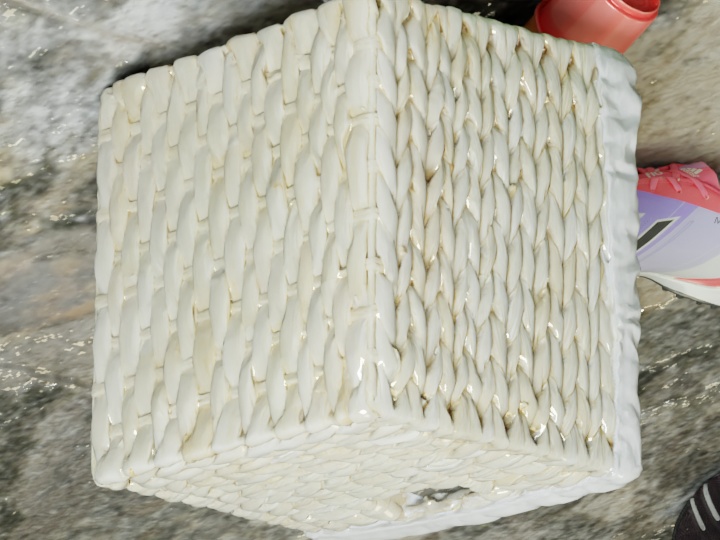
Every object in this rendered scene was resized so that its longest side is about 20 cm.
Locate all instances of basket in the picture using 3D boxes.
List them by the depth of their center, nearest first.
[{"bbox_3d":[0.000,0.000,1.186,0.160,0.201,0.198,17,157,-41],"label":"basket"}]

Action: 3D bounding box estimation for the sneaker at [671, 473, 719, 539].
[{"bbox_3d":[0.302,0.149,1.810,0.115,0.076,0.200,3,145,-40],"label":"sneaker"}]

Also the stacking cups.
[{"bbox_3d":[0.069,-0.068,1.291,0.060,0.061,0.200,8,142,-40],"label":"stacking cups"}]

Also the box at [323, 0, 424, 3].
[{"bbox_3d":[0.044,-0.155,1.087,0.144,0.037,0.200,-20,171,1],"label":"box"}]

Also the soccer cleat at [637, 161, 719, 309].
[{"bbox_3d":[0.144,-0.029,1.419,0.199,0.068,0.073,9,118,-36],"label":"soccer cleat"}]
